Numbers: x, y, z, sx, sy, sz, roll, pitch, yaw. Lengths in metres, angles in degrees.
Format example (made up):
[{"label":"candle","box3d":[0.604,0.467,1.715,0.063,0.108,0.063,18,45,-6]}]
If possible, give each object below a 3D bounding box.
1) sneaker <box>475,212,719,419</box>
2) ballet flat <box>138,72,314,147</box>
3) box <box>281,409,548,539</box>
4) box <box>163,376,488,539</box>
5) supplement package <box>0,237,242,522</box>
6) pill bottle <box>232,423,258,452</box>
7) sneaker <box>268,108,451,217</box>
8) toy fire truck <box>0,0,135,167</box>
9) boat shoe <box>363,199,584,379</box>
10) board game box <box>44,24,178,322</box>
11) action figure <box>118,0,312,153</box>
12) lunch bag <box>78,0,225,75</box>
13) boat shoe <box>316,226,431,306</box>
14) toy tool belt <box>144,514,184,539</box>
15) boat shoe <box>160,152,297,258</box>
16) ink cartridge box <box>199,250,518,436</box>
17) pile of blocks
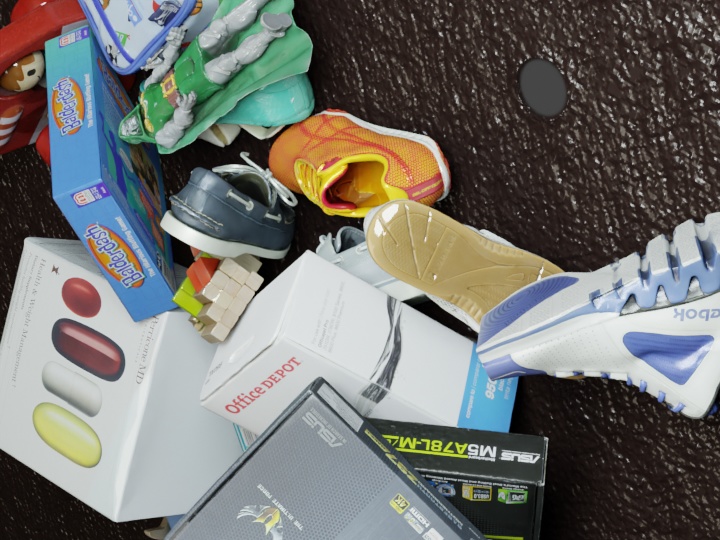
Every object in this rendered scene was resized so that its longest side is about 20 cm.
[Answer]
[{"label":"sneaker","box3d":[0.180,0.052,1.020,0.198,0.081,0.116,-22,106,20]},{"label":"ballet flat","box3d":[-0.109,-0.134,1.269,0.199,0.067,0.071,0,126,49]},{"label":"box","box3d":[0.040,0.180,1.180,0.198,0.048,0.194,6,143,7]},{"label":"box","box3d":[-0.014,0.200,1.081,0.200,0.051,0.158,45,102,0]},{"label":"supplement package","box3d":[-0.208,0.093,1.389,0.199,0.146,0.193,22,102,37]},{"label":"pill bottle","box3d":[-0.038,0.168,1.326,0.110,0.110,0.202,-4,109,47]},{"label":"sneaker","box3d":[-0.018,-0.078,1.188,0.199,0.077,0.074,9,119,53]},{"label":"toy fire truck","box3d":[-0.307,-0.160,1.379,0.113,0.167,0.200,52,139,10]},{"label":"boat shoe","box3d":[0.090,0.006,1.105,0.199,0.071,0.069,33,-176,-14]},{"label":"board game box","box3d":[-0.205,-0.081,1.278,0.201,0.045,0.153,-103,-9,-46]},{"label":"action figure","box3d":[-0.124,-0.151,1.197,0.200,0.054,0.119,-37,56,38]},{"label":"lunch bag","box3d":[-0.185,-0.262,1.258,0.160,0.075,0.202,-32,81,46]},{"label":"boat shoe","box3d":[0.000,0.000,1.235,0.200,0.070,0.072,-16,82,50]},{"label":"toy tool belt","box3d":[-0.141,0.244,1.468,0.125,0.122,0.201,-32,87,50]},{"label":"boat shoe","box3d":[-0.092,-0.053,1.213,0.074,0.200,0.062,32,101,18]},{"label":"ink cartridge box","box3d":[-0.001,0.088,1.189,0.199,0.085,0.144,29,143,-18]},{"label":"pile of blocks","box3d":[-0.124,0.000,1.267,0.062,0.200,0.082,36,102,-11]}]
